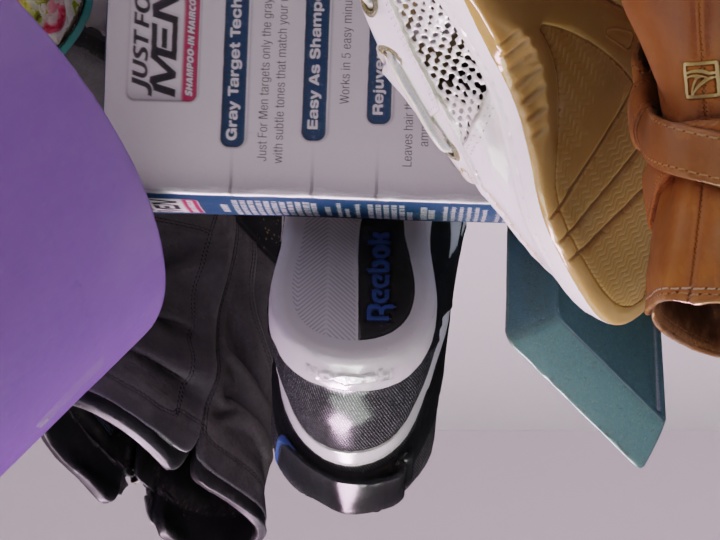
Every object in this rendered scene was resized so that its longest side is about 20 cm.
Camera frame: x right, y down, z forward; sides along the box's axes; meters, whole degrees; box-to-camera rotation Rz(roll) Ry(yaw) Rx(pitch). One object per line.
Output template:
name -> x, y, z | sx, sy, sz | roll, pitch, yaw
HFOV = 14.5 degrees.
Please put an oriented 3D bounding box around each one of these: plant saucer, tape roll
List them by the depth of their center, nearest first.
tape roll -> -0.163, -0.025, 0.894 | 0.085, 0.200, 0.200 | -45, -162, -28
plant saucer -> 0.078, -0.017, 0.979 | 0.019, 0.200, 0.070 | -36, 116, 23

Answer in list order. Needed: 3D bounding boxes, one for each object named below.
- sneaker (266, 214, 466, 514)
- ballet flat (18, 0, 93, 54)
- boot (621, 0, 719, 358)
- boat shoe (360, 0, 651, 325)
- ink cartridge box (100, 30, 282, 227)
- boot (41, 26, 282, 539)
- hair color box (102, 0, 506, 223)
sneaker -> 0.000, 0.000, 0.995 | 0.073, 0.200, 0.112 | 9, 132, 5
ballet flat -> -0.176, -0.082, 0.982 | 0.064, 0.076, 0.200 | 33, 151, -35
boot -> 0.113, -0.051, 0.791 | 0.074, 0.155, 0.200 | -2, 172, 25
boat shoe -> 0.039, -0.068, 0.816 | 0.069, 0.071, 0.200 | 15, 144, 41
ink cartridge box -> -0.110, -0.034, 1.138 | 0.200, 0.068, 0.117 | -1, 136, 21
boot -> -0.092, 0.003, 1.018 | 0.200, 0.132, 0.070 | 38, 136, -20
hair color box -> 0.020, -0.067, 0.905 | 0.200, 0.100, 0.061 | 2, 175, 1
